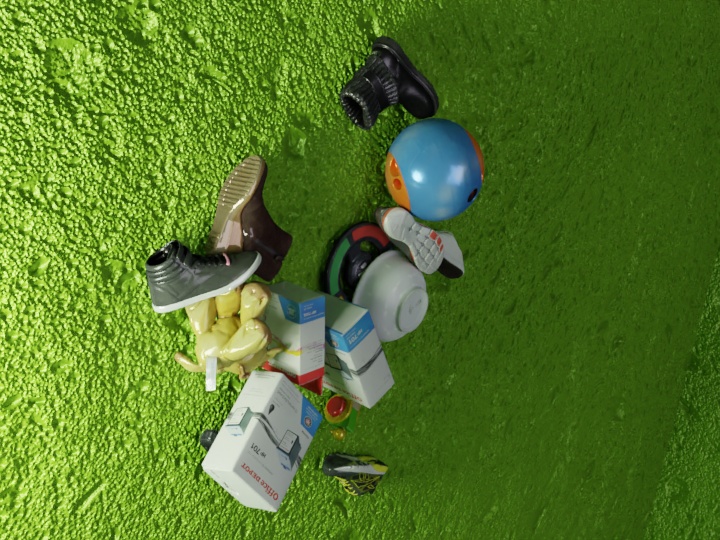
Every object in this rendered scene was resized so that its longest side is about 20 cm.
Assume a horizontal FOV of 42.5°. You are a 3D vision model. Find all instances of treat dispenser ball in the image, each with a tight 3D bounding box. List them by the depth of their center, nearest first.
[{"bbox_3d":[0.147,-0.200,1.843,0.199,0.199,0.204,-19,117,-42],"label":"treat dispenser ball"}]

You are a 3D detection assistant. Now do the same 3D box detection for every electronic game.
[{"bbox_3d":[0.000,0.000,1.876,0.199,0.041,0.203,-19,117,-42],"label":"electronic game"}]

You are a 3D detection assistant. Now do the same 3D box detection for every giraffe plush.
[{"bbox_3d":[-0.215,0.122,1.623,0.162,0.170,0.203,43,60,-68],"label":"giraffe plush"}]

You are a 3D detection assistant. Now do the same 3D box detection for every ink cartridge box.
[{"bbox_3d":[-0.173,0.307,1.671,0.147,0.085,0.201,51,51,-36],"label":"ink cartridge box"},{"bbox_3d":[-0.128,0.134,1.730,0.067,0.115,0.203,-16,114,-43],"label":"ink cartridge box"},{"bbox_3d":[-0.032,0.154,1.817,0.086,0.145,0.202,-42,131,-30],"label":"ink cartridge box"}]

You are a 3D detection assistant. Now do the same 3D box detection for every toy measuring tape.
[{"bbox_3d":[-0.032,0.259,1.936,0.074,0.073,0.202,47,47,-45],"label":"toy measuring tape"}]

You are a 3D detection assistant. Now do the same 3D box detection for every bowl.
[{"bbox_3d":[0.076,0.067,1.901,0.200,0.090,0.203,-30,133,-39],"label":"bowl"}]

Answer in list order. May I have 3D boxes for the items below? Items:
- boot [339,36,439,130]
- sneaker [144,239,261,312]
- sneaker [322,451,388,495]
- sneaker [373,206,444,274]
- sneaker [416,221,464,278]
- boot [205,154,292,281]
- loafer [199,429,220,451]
[{"bbox_3d":[0.055,-0.325,1.787,0.211,0.079,0.159,43,65,-35],"label":"boot"},{"bbox_3d":[-0.264,-0.011,1.529,0.198,0.071,0.100,-23,123,-10],"label":"sneaker"},{"bbox_3d":[-0.013,0.447,1.997,0.199,0.074,0.086,18,91,-49],"label":"sneaker"},{"bbox_3d":[0.098,-0.072,1.881,0.077,0.082,0.200,-50,129,-8],"label":"sneaker"},{"bbox_3d":[0.157,-0.062,2.020,0.200,0.072,0.086,40,44,-40],"label":"sneaker"},{"bbox_3d":[-0.179,-0.089,1.635,0.166,0.072,0.202,23,93,-50],"label":"boot"},{"bbox_3d":[-0.221,0.325,1.743,0.200,0.067,0.071,30,61,-44],"label":"loafer"}]
